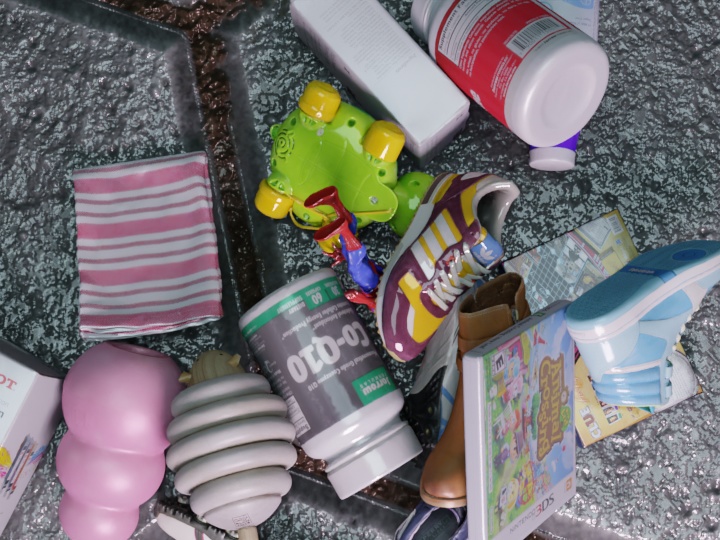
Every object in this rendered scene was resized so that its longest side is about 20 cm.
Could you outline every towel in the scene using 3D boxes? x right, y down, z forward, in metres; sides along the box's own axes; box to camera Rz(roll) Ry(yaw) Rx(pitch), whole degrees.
[{"bbox_3d":[-0.217,-0.030,1.176,0.144,0.030,0.203,-9,63,-2],"label":"towel"}]

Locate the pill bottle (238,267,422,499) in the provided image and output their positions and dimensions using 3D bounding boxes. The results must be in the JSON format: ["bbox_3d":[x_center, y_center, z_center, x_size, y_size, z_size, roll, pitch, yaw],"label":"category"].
[{"bbox_3d":[-0.027,0.110,1.138,0.112,0.113,0.202,-30,83,-3],"label":"pill bottle"}]

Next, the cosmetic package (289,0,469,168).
[{"bbox_3d":[0.020,-0.207,1.188,0.074,0.102,0.201,-40,81,-3],"label":"cosmetic package"}]

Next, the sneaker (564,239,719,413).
[{"bbox_3d":[0.289,0.059,1.127,0.198,0.079,0.132,-26,109,-22],"label":"sneaker"}]

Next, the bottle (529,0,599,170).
[{"bbox_3d":[0.201,-0.206,1.198,0.082,0.065,0.204,4,82,9],"label":"bottle"}]

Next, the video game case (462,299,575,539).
[{"bbox_3d":[0.151,0.147,1.074,0.022,0.181,0.204,7,108,35],"label":"video game case"}]

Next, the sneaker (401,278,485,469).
[{"bbox_3d":[0.091,0.101,1.162,0.072,0.072,0.204,11,90,-29],"label":"sneaker"}]

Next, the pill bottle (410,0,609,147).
[{"bbox_3d":[0.137,-0.216,1.130,0.112,0.113,0.200,-40,52,-4],"label":"pill bottle"}]

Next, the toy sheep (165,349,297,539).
[{"bbox_3d":[-0.118,0.169,1.085,0.136,0.138,0.203,-19,73,-1],"label":"toy sheep"}]

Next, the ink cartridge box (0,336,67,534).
[{"bbox_3d":[-0.393,0.158,1.126,0.144,0.145,0.202,26,83,5],"label":"ink cartridge box"}]

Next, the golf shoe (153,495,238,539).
[{"bbox_3d":[-0.124,0.291,1.137,0.198,0.077,0.089,28,93,7],"label":"golf shoe"}]

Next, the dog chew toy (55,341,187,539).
[{"bbox_3d":[-0.241,0.175,1.136,0.123,0.125,0.203,14,90,4],"label":"dog chew toy"}]

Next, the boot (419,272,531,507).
[{"bbox_3d":[0.105,0.107,1.079,0.073,0.200,0.157,10,125,28],"label":"boot"}]

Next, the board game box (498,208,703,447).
[{"bbox_3d":[0.240,0.058,1.176,0.134,0.035,0.203,-23,82,-2],"label":"board game box"}]

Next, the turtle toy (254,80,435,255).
[{"bbox_3d":[-0.004,-0.095,1.170,0.198,0.101,0.147,31,110,6],"label":"turtle toy"}]

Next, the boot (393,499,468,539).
[{"bbox_3d":[0.111,0.216,1.129,0.073,0.090,0.200,41,84,7],"label":"boot"}]

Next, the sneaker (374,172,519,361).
[{"bbox_3d":[0.083,-0.007,1.097,0.089,0.075,0.202,4,64,43],"label":"sneaker"}]

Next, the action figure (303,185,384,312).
[{"bbox_3d":[0.000,0.000,1.121,0.051,0.200,0.066,-30,51,6],"label":"action figure"}]
